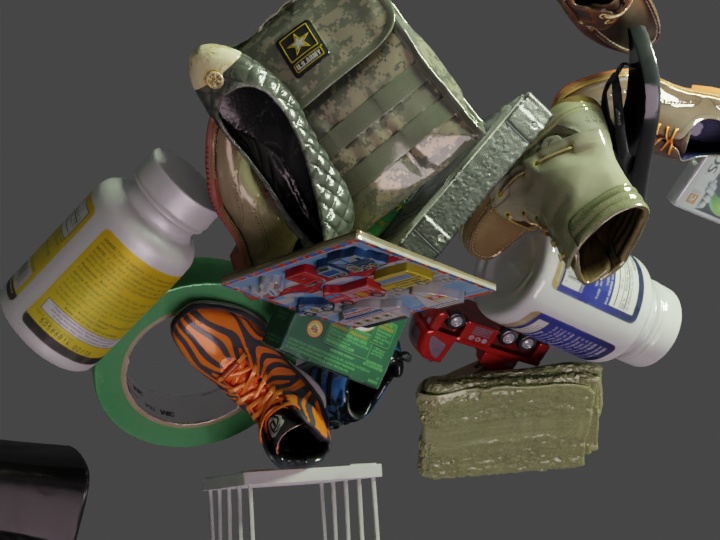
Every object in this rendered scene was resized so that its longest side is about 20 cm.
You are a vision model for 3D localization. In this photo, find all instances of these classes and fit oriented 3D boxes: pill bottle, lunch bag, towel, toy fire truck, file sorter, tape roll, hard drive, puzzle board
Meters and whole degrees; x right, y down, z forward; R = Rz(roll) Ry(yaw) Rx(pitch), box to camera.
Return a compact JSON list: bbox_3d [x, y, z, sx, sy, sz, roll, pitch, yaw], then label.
[{"bbox_3d":[0.225,0.026,1.499,0.200,0.120,0.120,24,113,-30],"label":"pill bottle"},{"bbox_3d":[-0.011,-0.152,1.285,0.164,0.118,0.200,-38,96,10],"label":"lunch bag"},{"bbox_3d":[-0.220,-0.013,1.328,0.200,0.111,0.111,-44,125,14],"label":"pill bottle"},{"bbox_3d":[0.157,0.158,1.555,0.200,0.037,0.149,-7,131,-4],"label":"towel"},{"bbox_3d":[0.124,0.104,1.565,0.200,0.049,0.141,17,118,-27],"label":"toy fire truck"},{"bbox_3d":[-0.071,0.264,1.497,0.139,0.200,0.125,0,81,-18],"label":"file sorter"},{"bbox_3d":[-0.165,0.083,1.453,0.200,0.048,0.201,-9,126,-13],"label":"tape roll"},{"bbox_3d":[0.078,-0.066,1.330,0.038,0.140,0.200,42,72,-7],"label":"hard drive"},{"bbox_3d":[-0.005,0.015,1.263,0.151,0.017,0.200,21,157,-33],"label":"puzzle board"}]

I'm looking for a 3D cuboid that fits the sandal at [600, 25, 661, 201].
[{"bbox_3d":[0.244,-0.125,1.363,0.043,0.076,0.200,-1,117,-2],"label":"sandal"}]

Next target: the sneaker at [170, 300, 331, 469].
[{"bbox_3d":[-0.093,0.111,1.391,0.078,0.112,0.200,-45,118,12],"label":"sneaker"}]

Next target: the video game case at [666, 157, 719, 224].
[{"bbox_3d":[0.444,-0.115,1.536,0.200,0.023,0.182,18,116,-28],"label":"video game case"}]

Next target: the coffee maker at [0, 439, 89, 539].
[{"bbox_3d":[-0.366,0.203,1.415,0.200,0.135,0.192,12,118,-26],"label":"coffee maker"}]

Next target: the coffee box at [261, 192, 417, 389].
[{"bbox_3d":[0.000,0.000,1.404,0.123,0.044,0.200,23,87,-31],"label":"coffee box"}]

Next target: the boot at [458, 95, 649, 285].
[{"bbox_3d":[0.175,-0.043,1.364,0.072,0.155,0.200,13,131,-35],"label":"boot"}]

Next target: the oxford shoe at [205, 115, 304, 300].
[{"bbox_3d":[-0.084,-0.061,1.303,0.075,0.071,0.200,-1,132,17],"label":"oxford shoe"}]

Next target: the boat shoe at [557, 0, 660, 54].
[{"bbox_3d":[0.210,-0.255,1.332,0.200,0.070,0.070,34,104,-35],"label":"boat shoe"}]

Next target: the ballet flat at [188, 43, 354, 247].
[{"bbox_3d":[-0.071,-0.103,1.213,0.066,0.057,0.200,-34,101,24],"label":"ballet flat"}]

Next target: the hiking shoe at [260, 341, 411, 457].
[{"bbox_3d":[-0.033,0.130,1.505,0.074,0.087,0.200,27,112,-31],"label":"hiking shoe"}]

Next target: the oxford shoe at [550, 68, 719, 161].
[{"bbox_3d":[0.284,-0.146,1.423,0.200,0.073,0.071,2,125,-10],"label":"oxford shoe"}]
